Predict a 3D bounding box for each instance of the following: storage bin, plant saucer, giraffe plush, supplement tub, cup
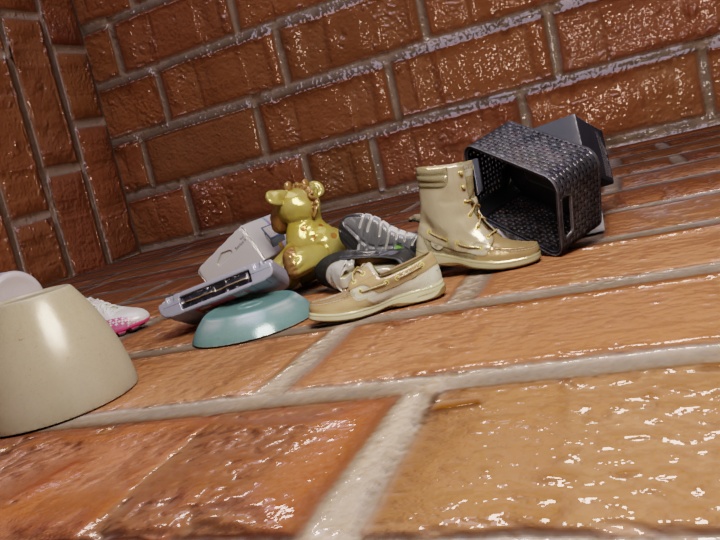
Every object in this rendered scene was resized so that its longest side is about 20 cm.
[{"bbox_3d":[0.262,-0.130,1.090,0.093,0.137,0.199,-31,38,-19],"label":"storage bin"},{"bbox_3d":[-0.168,0.068,1.096,0.195,0.037,0.200,-14,9,2],"label":"plant saucer"},{"bbox_3d":[-0.109,-0.075,1.296,0.198,0.165,0.172,-30,-7,18],"label":"giraffe plush"},{"bbox_3d":[-0.897,0.079,1.790,0.197,0.148,0.143,-4,13,46],"label":"supplement tub"},{"bbox_3d":[-0.401,0.101,0.904,0.195,0.147,0.200,-14,9,2],"label":"cup"}]

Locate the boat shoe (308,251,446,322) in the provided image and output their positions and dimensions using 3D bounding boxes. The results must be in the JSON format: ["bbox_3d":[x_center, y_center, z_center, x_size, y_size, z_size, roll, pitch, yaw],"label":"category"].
[{"bbox_3d":[0.018,0.021,0.990,0.195,0.068,0.074,-14,9,-3],"label":"boat shoe"}]

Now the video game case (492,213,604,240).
[{"bbox_3d":[0.308,-0.081,1.234,0.177,0.047,0.200,-14,9,6],"label":"video game case"}]

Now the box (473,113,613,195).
[{"bbox_3d":[0.326,-0.184,1.271,0.197,0.107,0.181,-16,-8,33],"label":"box"}]

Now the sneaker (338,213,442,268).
[{"bbox_3d":[0.063,-0.044,1.232,0.196,0.077,0.115,20,8,17],"label":"sneaker"}]

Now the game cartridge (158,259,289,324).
[{"bbox_3d":[-0.219,0.040,1.177,0.196,0.042,0.133,-21,-8,5],"label":"game cartridge"}]

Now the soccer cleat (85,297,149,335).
[{"bbox_3d":[-0.496,0.084,1.332,0.195,0.088,0.070,-12,9,9],"label":"soccer cleat"}]

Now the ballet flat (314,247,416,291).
[{"bbox_3d":[0.000,0.000,1.163,0.196,0.069,0.068,-10,18,26],"label":"ballet flat"}]

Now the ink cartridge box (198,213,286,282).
[{"bbox_3d":[-0.221,-0.033,1.462,0.145,0.088,0.200,-41,-4,23],"label":"ink cartridge box"}]

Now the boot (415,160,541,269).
[{"bbox_3d":[0.175,-0.086,1.073,0.196,0.160,0.072,4,12,28],"label":"boot"}]

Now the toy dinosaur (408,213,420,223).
[{"bbox_3d":[0.151,-0.084,1.167,0.047,0.090,0.198,-13,33,-41],"label":"toy dinosaur"}]
